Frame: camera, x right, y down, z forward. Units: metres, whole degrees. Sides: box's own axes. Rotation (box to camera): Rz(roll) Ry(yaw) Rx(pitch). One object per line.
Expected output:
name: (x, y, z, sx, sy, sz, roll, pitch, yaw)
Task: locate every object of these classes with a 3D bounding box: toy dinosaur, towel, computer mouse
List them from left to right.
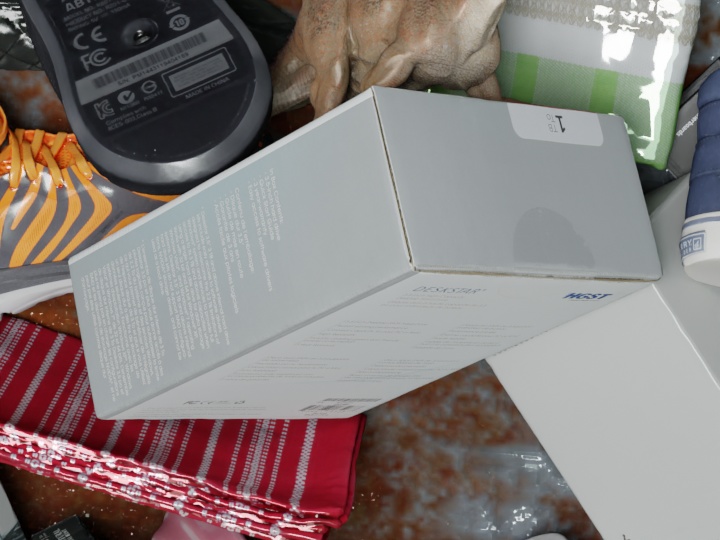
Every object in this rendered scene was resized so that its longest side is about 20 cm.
towel: (-0.096, 0.068, 1.035, 0.199, 0.145, 0.023, 16, 108, 1)
computer mouse: (-0.091, -0.103, 0.991, 0.138, 0.200, 0.053, -20, 144, -4)
toy dinosaur: (0.016, -0.114, 0.990, 0.199, 0.086, 0.136, -13, 83, 33)
towel: (0.084, -0.155, 1.013, 0.149, 0.031, 0.201, 11, 99, 20)

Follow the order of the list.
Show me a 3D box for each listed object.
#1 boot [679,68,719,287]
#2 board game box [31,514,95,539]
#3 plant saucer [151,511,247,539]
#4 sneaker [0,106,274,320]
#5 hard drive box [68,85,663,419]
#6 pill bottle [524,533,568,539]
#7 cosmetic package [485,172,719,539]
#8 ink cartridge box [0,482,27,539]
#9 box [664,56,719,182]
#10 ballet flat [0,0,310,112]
boot: (0.237, -0.029, 0.983, 0.199, 0.073, 0.091, 11, 74, -15)
board game box: (-0.093, 0.223, 1.057, 0.028, 0.135, 0.201, -25, 108, -13)
plant saucer: (-0.050, 0.200, 1.028, 0.051, 0.200, 0.201, -26, 98, -15)
sneaker: (-0.144, -0.048, 1.037, 0.199, 0.078, 0.112, -22, 120, 8)
hard drive box: (0.000, 0.000, 0.957, 0.200, 0.155, 0.077, -25, 71, 41)
pill bottle: (0.110, 0.233, 1.065, 0.113, 0.113, 0.200, -32, 97, 10)
cosmetic package: (0.152, 0.070, 1.029, 0.107, 0.085, 0.200, -30, 99, 41)
ink cartridge box: (-0.227, 0.171, 1.078, 0.146, 0.083, 0.201, -19, 99, 29)
box: (0.254, -0.071, 1.030, 0.200, 0.044, 0.160, -43, 94, 11)
ballet flat: (-0.113, -0.111, 1.058, 0.199, 0.067, 0.057, 14, 146, 2)
